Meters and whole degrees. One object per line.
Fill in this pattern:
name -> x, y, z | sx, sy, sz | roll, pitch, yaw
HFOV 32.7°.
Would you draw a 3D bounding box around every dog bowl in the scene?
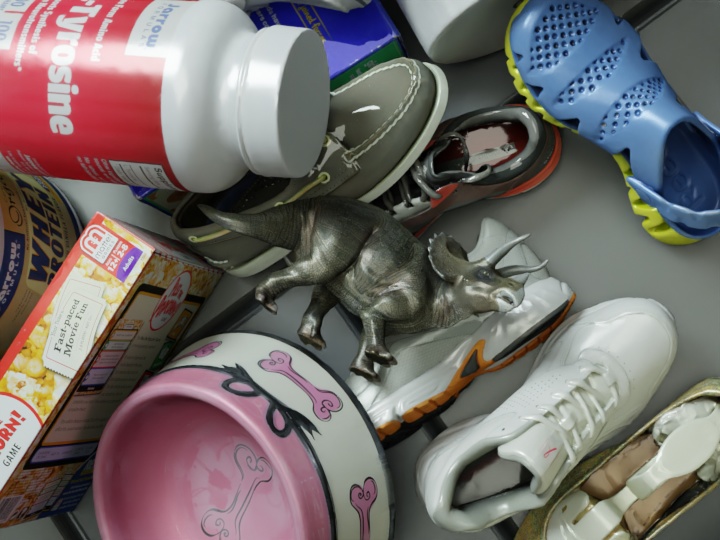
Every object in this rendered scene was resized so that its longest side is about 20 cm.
dog bowl -> -0.081, 0.141, 0.755 | 0.200, 0.074, 0.200 | 7, 104, 31

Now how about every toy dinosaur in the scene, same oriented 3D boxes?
toy dinosaur -> 0.000, 0.000, 0.740 | 0.200, 0.077, 0.102 | 25, 71, 12

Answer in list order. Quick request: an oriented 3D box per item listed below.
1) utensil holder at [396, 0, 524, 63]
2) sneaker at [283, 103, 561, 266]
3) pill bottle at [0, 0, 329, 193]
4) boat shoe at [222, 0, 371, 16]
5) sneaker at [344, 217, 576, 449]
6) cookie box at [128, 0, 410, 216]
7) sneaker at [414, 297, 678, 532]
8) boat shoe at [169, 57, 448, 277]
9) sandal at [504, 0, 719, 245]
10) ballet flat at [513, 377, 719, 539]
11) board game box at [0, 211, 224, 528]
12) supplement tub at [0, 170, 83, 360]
utensil holder -> 0.068, -0.253, 0.762 | 0.170, 0.170, 0.200 | -26, 84, 6
sneaker -> 0.032, -0.059, 0.790 | 0.200, 0.082, 0.077 | -28, 81, 6
pill bottle -> -0.125, -0.105, 0.722 | 0.200, 0.112, 0.112 | 7, 86, 17
boat shoe -> -0.086, -0.182, 0.757 | 0.200, 0.074, 0.065 | 19, 93, 20
sneaker -> 0.035, 0.045, 0.793 | 0.200, 0.076, 0.092 | -34, 73, -2
cookie box -> -0.094, -0.162, 0.824 | 0.200, 0.075, 0.171 | -31, 80, 6
sneaker -> 0.120, 0.097, 0.749 | 0.200, 0.099, 0.078 | -44, 94, 6
boat shoe -> -0.034, -0.068, 0.772 | 0.202, 0.060, 0.072 | -36, 49, 23
sandal -> 0.169, -0.092, 0.732 | 0.200, 0.087, 0.079 | 41, 88, -16
ballet flat -> 0.167, 0.138, 0.758 | 0.200, 0.071, 0.071 | -41, 80, 4
board game box -> -0.176, 0.067, 0.780 | 0.046, 0.152, 0.200 | 33, 90, 11
supplement tub -> -0.274, -0.013, 0.778 | 0.144, 0.200, 0.144 | -1, 85, 10
